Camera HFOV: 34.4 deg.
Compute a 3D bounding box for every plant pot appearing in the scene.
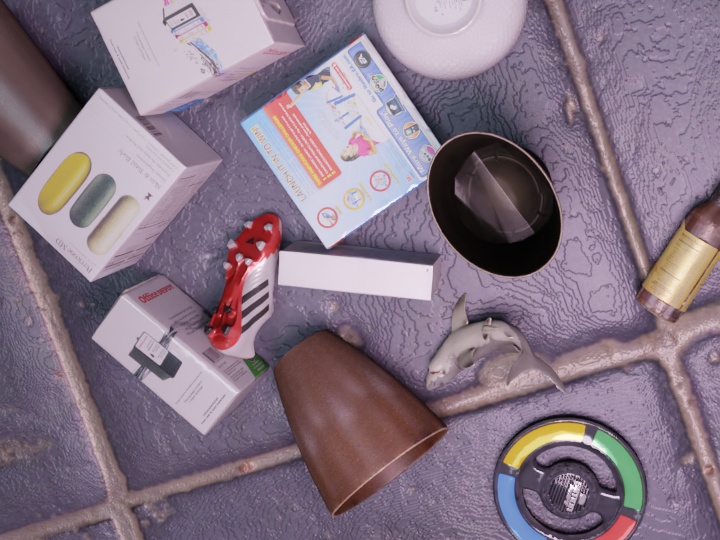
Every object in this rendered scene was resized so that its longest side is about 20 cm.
[{"bbox_3d":[-0.020,0.183,1.510,0.187,0.187,0.200,-42,75,15],"label":"plant pot"}]

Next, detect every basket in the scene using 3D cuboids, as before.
[{"bbox_3d":[0.171,-0.088,1.398,0.136,0.200,0.180,-37,90,16],"label":"basket"},{"bbox_3d":[-0.468,-0.229,1.538,0.200,0.136,0.180,45,105,-2],"label":"basket"}]

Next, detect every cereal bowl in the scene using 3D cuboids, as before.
[{"bbox_3d":[0.106,-0.335,1.432,0.200,0.083,0.200,2,99,12],"label":"cereal bowl"}]

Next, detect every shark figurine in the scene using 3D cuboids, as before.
[{"bbox_3d":[0.181,0.099,1.482,0.089,0.214,0.128,26,72,-31],"label":"shark figurine"}]

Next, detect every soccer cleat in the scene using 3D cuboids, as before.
[{"bbox_3d":[-0.143,0.021,1.542,0.069,0.085,0.200,4,68,34],"label":"soccer cleat"}]

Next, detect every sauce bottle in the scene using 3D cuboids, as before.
[{"bbox_3d":[0.416,-0.032,1.429,0.065,0.065,0.200,32,103,5],"label":"sauce bottle"}]

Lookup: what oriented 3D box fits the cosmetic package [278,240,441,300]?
[{"bbox_3d":[0.000,0.000,1.510,0.200,0.083,0.051,6,100,11],"label":"cosmetic package"}]

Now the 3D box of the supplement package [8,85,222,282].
[{"bbox_3d":[-0.317,-0.117,1.519,0.152,0.151,0.200,43,105,2],"label":"supplement package"}]

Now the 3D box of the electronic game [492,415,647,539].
[{"bbox_3d":[0.274,0.288,1.523,0.200,0.042,0.200,2,99,11],"label":"electronic game"}]

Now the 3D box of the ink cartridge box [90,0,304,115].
[{"bbox_3d":[-0.200,-0.305,1.466,0.200,0.147,0.145,-25,94,14],"label":"ink cartridge box"}]

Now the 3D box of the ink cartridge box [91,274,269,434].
[{"bbox_3d":[-0.237,0.108,1.544,0.200,0.147,0.083,41,105,4],"label":"ink cartridge box"}]

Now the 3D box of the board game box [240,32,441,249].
[{"bbox_3d":[-0.016,-0.163,1.486,0.196,0.056,0.200,-34,91,8],"label":"board game box"}]
